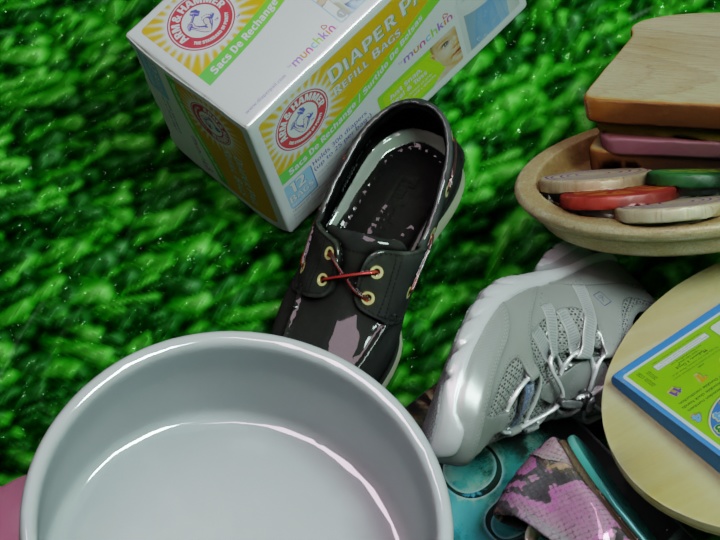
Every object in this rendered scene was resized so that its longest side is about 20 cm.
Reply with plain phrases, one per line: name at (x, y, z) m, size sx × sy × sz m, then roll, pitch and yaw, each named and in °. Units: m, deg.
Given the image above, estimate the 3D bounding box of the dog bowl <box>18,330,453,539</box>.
dog bowl at (-0.059, 0.134, 1.209) m, size 0.199 × 0.079 × 0.201 m, roll 3°, pitch 59°, yaw -5°

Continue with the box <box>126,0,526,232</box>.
box at (-0.016, -0.139, 1.437) m, size 0.200 × 0.113 × 0.101 m, roll -45°, pitch 60°, yaw -13°

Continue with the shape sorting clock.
shape sorting clock at (0.213, 0.055, 1.229) m, size 0.199 × 0.039 × 0.200 m, roll -14°, pitch 36°, yaw 10°

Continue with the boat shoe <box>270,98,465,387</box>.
boat shoe at (-0.003, -0.001, 1.382) m, size 0.073 × 0.063 × 0.202 m, roll 17°, pitch 66°, yaw 19°

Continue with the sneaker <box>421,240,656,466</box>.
sneaker at (0.098, 0.043, 1.283) m, size 0.082 × 0.075 × 0.200 m, roll 31°, pitch 37°, yaw 17°

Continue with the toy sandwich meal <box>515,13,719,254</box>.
toy sandwich meal at (0.173, -0.072, 1.326) m, size 0.204 × 0.071 × 0.205 m, roll -8°, pitch 20°, yaw 3°

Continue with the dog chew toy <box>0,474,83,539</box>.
dog chew toy at (-0.167, 0.156, 1.295) m, size 0.199 × 0.125 × 0.125 m, roll -4°, pitch 58°, yaw 0°

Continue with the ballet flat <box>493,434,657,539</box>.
ballet flat at (0.135, 0.162, 1.224) m, size 0.071 × 0.069 × 0.200 m, roll -47°, pitch 56°, yaw 5°

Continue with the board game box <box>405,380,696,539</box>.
board game box at (0.081, 0.140, 1.296) m, size 0.135 × 0.028 × 0.200 m, roll -38°, pitch 59°, yaw -11°
